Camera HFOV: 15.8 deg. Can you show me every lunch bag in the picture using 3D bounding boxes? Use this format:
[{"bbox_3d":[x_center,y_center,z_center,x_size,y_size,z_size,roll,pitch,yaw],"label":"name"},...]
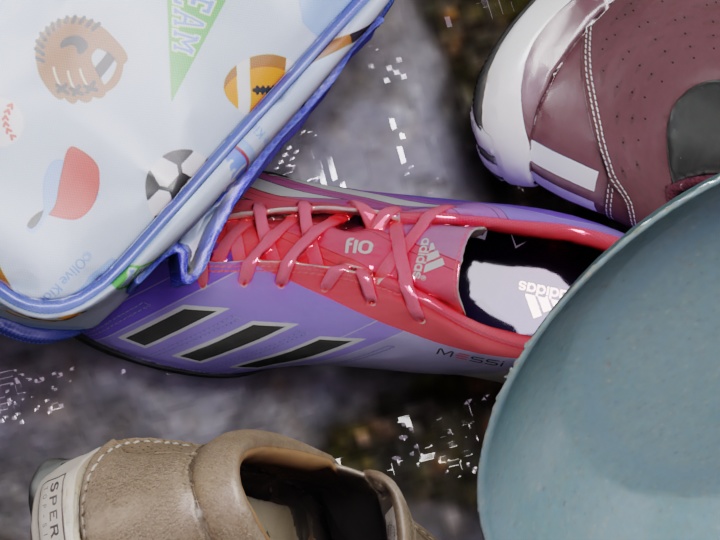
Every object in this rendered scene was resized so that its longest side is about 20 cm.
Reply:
[{"bbox_3d":[-0.082,-0.080,0.768,0.160,0.076,0.200,42,76,-3],"label":"lunch bag"}]

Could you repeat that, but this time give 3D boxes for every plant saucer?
[{"bbox_3d":[0.122,0.029,0.770,0.200,0.201,0.039,-16,44,-10],"label":"plant saucer"}]

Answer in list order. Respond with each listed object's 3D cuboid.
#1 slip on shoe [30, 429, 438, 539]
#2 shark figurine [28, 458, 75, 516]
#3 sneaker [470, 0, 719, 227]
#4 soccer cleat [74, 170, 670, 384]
[{"bbox_3d":[-0.009,0.083,0.721,0.060,0.200,0.076,-24,61,24],"label":"slip on shoe"},{"bbox_3d":[-0.051,0.146,0.774,0.089,0.128,0.215,-22,98,14],"label":"shark figurine"},{"bbox_3d":[0.134,-0.088,0.820,0.115,0.076,0.200,33,84,25],"label":"sneaker"},{"bbox_3d":[0.000,0.000,0.799,0.199,0.073,0.068,7,77,-5],"label":"soccer cleat"}]
